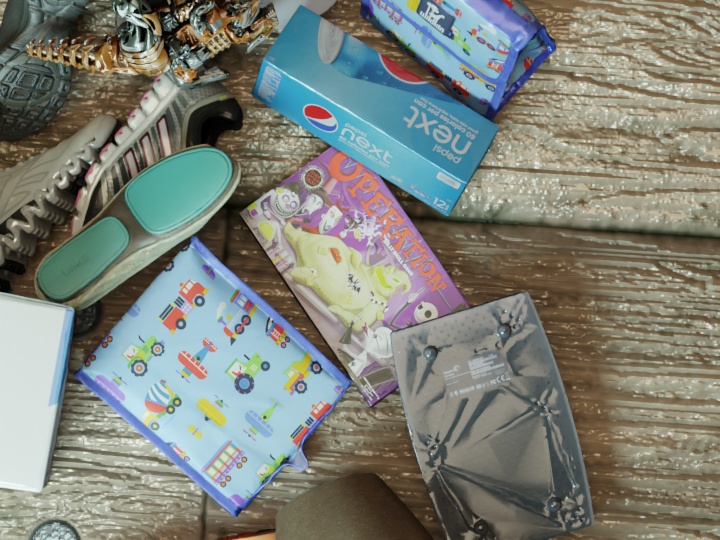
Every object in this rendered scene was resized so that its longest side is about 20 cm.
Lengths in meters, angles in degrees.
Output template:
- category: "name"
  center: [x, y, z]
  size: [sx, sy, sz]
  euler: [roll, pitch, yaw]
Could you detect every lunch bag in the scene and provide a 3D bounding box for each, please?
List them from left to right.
- category: "lunch bag"
  center: [-0.115, 0.096, 1.610]
  size: [0.200, 0.094, 0.151]
  euler: [42, 84, -3]
- category: "lunch bag"
  center: [0.080, -0.219, 1.565]
  size: [0.150, 0.200, 0.094]
  euler: [41, 86, 7]

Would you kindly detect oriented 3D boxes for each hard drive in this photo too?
- category: "hard drive"
  center: [0.107, 0.130, 1.596]
  size: [0.134, 0.042, 0.202]
  euler: [-17, 91, -4]

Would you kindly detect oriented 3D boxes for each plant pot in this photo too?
- category: "plant pot"
  center: [0.008, 0.273, 1.543]
  size: [0.185, 0.187, 0.201]
  euler: [-24, 69, 0]

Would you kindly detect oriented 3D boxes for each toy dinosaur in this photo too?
- category: "toy dinosaur"
  center: [-0.172, -0.206, 1.583]
  size: [0.198, 0.102, 0.137]
  euler: [-23, 116, -17]

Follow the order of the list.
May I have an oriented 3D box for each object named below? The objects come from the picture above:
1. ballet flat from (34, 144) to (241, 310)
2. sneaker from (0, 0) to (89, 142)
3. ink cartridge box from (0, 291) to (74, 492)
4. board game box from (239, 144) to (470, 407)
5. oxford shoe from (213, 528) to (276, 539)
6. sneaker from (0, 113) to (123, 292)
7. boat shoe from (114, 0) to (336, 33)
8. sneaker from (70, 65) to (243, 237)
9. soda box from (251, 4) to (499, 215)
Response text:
- category: "ballet flat"
  center: [-0.182, -0.035, 1.585]
  size: [0.199, 0.062, 0.068]
  euler: [-33, 74, 2]
- category: "sneaker"
  center: [-0.277, -0.206, 1.655]
  size: [0.075, 0.091, 0.201]
  euler: [20, 106, -22]
- category: "ink cartridge box"
  center: [-0.280, 0.100, 1.549]
  size: [0.083, 0.200, 0.147]
  euler: [9, 83, -8]
- category: "board game box"
  center: [0.000, 0.000, 1.639]
  size: [0.120, 0.032, 0.201]
  euler: [-35, 83, -6]
- category: "oxford shoe"
  center: [-0.153, 0.268, 1.594]
  size: [0.198, 0.071, 0.074]
  euler: [-12, 87, 1]
- category: "sneaker"
  center: [-0.284, -0.065, 1.641]
  size: [0.081, 0.075, 0.200]
  euler: [43, 87, 15]
- category: "boat shoe"
  center: [-0.114, -0.238, 1.654]
  size: [0.198, 0.057, 0.069]
  euler: [-12, 115, 0]
- category: "sneaker"
  center: [-0.168, -0.083, 1.632]
  size: [0.087, 0.074, 0.201]
  euler: [31, 81, 12]
- category: "soda box"
  center: [0.012, -0.134, 1.618]
  size: [0.199, 0.064, 0.068]
  euler: [32, 63, 1]
